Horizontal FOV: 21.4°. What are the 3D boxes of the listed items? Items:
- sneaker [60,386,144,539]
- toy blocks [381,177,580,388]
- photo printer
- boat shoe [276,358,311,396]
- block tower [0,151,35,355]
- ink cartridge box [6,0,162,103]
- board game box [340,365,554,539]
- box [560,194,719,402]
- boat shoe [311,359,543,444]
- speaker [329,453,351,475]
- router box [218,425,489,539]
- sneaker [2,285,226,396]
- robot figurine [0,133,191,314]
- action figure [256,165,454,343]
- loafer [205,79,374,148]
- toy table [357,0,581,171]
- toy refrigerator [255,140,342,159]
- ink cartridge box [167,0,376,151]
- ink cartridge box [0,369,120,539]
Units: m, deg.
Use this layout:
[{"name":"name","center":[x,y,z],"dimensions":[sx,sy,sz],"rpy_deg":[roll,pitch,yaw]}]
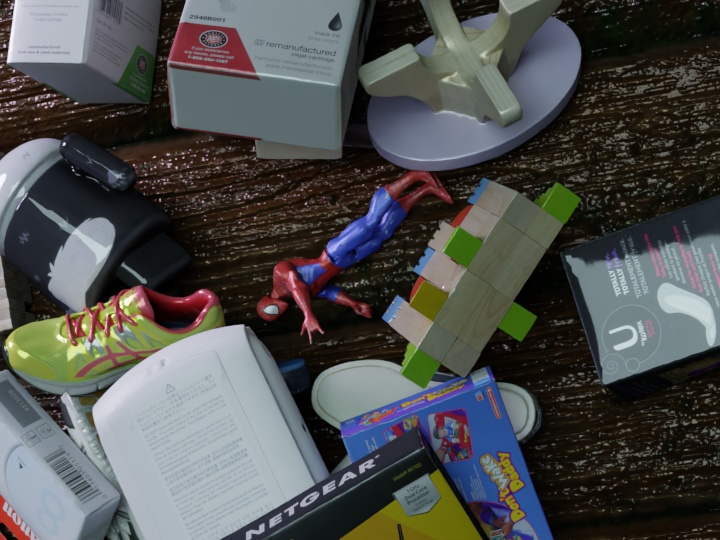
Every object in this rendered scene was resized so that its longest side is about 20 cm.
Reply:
[{"name":"sneaker","center":[-0.216,0.189,1.669],"dimensions":[0.087,0.076,0.201],"rpy_deg":[-30,92,35]},{"name":"toy blocks","center":[0.091,0.001,1.613],"dimensions":[0.100,0.137,0.201],"rpy_deg":[33,92,-16]},{"name":"photo printer","center":[-0.123,0.156,1.591],"dimensions":[0.166,0.069,0.201],"rpy_deg":[-29,78,7]},{"name":"boat shoe","center":[-0.122,0.133,1.692],"dimensions":[0.199,0.084,0.069],"rpy_deg":[-22,86,30]},{"name":"block tower","center":[-0.352,-0.023,1.793],"dimensions":[0.054,0.058,0.201],"rpy_deg":[-15,79,14]},{"name":"ink cartridge box","center":[-0.246,-0.268,1.753],"dimensions":[0.084,0.146,0.201],"rpy_deg":[2,81,19]},{"name":"board game box","center":[0.080,0.197,1.571],"dimensions":[0.134,0.045,0.201],"rpy_deg":[-20,102,2]},{"name":"box","center":[0.282,0.016,1.561],"dimensions":[0.199,0.106,0.123],"rpy_deg":[-19,74,13]},{"name":"boat shoe","center":[0.058,0.117,1.638],"dimensions":[0.199,0.062,0.075],"rpy_deg":[0,79,15]},{"name":"speaker","center":[-0.045,0.253,1.637],"dimensions":[0.081,0.081,0.200],"rpy_deg":[43,95,19]},{"name":"router box","center":[0.000,0.238,1.519],"dimensions":[0.199,0.051,0.150],"rpy_deg":[-31,107,5]},{"name":"sneaker","center":[-0.209,0.049,1.641],"dimensions":[0.199,0.091,0.078],"rpy_deg":[-5,43,-16]},{"name":"robot figurine","center":[-0.250,-0.034,1.725],"dimensions":[0.200,0.125,0.151],"rpy_deg":[35,90,15]},{"name":"action figure","center":[0.000,0.000,1.671],"dimensions":[0.199,0.065,0.099],"rpy_deg":[-34,61,9]},{"name":"loafer","center":[-0.059,-0.144,1.724],"dimensions":[0.199,0.071,0.073],"rpy_deg":[11,52,9]},{"name":"toy table","center":[0.092,-0.178,1.622],"dimensions":[0.200,0.117,0.184],"rpy_deg":[-37,66,-9]},{"name":"toy refrigerator","center":[-0.051,-0.197,1.673],"dimensions":[0.075,0.070,0.201],"rpy_deg":[1,55,2]},{"name":"ink cartridge box","center":[-0.068,-0.208,1.587],"dimensions":[0.143,0.084,0.201],"rpy_deg":[8,52,5]},{"name":"ink cartridge box","center":[-0.300,0.209,1.681],"dimensions":[0.160,0.047,0.201],"rpy_deg":[44,134,18]}]
